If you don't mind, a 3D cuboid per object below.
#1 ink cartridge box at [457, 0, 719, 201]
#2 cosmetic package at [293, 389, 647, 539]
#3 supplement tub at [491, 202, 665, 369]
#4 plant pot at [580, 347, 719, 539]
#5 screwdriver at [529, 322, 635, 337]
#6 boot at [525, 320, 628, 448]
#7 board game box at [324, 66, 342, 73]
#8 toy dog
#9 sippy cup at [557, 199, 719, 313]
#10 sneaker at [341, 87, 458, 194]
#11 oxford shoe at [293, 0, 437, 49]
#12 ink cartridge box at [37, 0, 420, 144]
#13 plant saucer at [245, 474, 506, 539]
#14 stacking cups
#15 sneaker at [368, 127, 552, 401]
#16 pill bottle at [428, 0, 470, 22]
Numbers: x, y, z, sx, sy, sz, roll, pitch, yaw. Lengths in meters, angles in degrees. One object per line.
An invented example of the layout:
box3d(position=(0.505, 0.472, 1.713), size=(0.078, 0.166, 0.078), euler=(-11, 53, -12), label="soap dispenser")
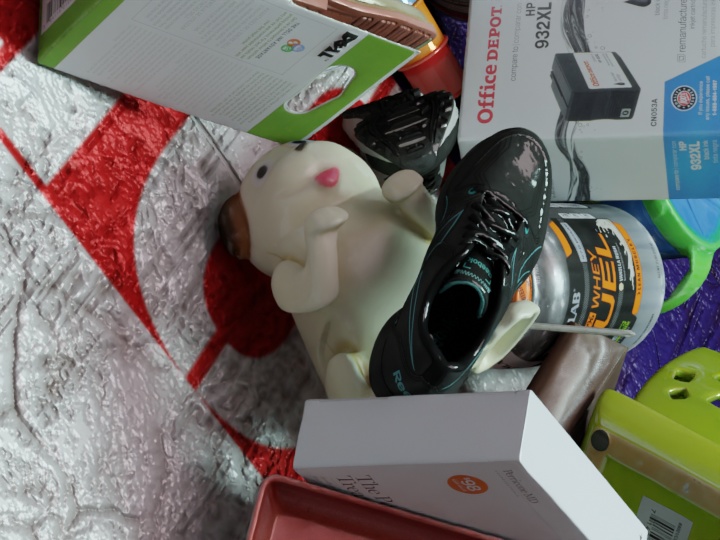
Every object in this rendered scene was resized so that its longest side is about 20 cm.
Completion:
box3d(position=(0.179, -0.133, 1.675), size=(0.084, 0.199, 0.146), euler=(72, 21, -55), label="ink cartridge box")
box3d(position=(0.071, 0.140, 1.349), size=(0.200, 0.150, 0.052), euler=(48, 43, -48), label="cosmetic package")
box3d(position=(0.131, 0.010, 1.645), size=(0.199, 0.122, 0.123), euler=(-3, 73, -53), label="supplement tub")
box3d(position=(0.248, 0.188, 1.575), size=(0.181, 0.198, 0.201), euler=(-6, 119, -52), label="plant pot")
box3d(position=(0.090, 0.036, 1.531), size=(0.029, 0.199, 0.028), euler=(20, 75, -76), label="screwdriver")
box3d(position=(0.111, 0.097, 1.519), size=(0.200, 0.064, 0.187), euler=(-51, 149, -23), label="boot")
box3d(position=(-0.096, -0.219, 1.561), size=(0.200, 0.026, 0.201), euler=(-26, 91, -56), label="board game box")
box3d(position=(0.000, 0.000, 1.449), size=(0.139, 0.194, 0.200), euler=(-32, 78, -13), label="toy dog")
box3d(position=(0.209, -0.060, 1.780), size=(0.140, 0.130, 0.178), euler=(45, 38, -32), label="sippy cup")
box3d(position=(0.036, -0.081, 1.555), size=(0.200, 0.074, 0.080), euler=(-124, -165, -81), label="sneaker")
box3d(position=(-0.019, -0.198, 1.570), size=(0.199, 0.071, 0.074), euler=(12, 58, -51), label="oxford shoe")
box3d(position=(-0.084, -0.164, 1.404), size=(0.199, 0.148, 0.076), euler=(18, 55, -33), label="ink cartridge box")
box3d(position=(0.009, 0.243, 1.308), size=(0.198, 0.037, 0.201), euler=(17, 77, -9), label="plant saucer")
box3d(position=(0.014, -0.215, 1.690), size=(0.201, 0.060, 0.061), euler=(59, 35, -20), label="stacking cups")
box3d(position=(0.074, -0.003, 1.334), size=(0.075, 0.079, 0.201), euler=(27, 68, -8), label="sneaker")
box3d(position=(0.081, -0.278, 1.687), size=(0.200, 0.119, 0.120), euler=(50, 27, -70), label="pill bottle")
